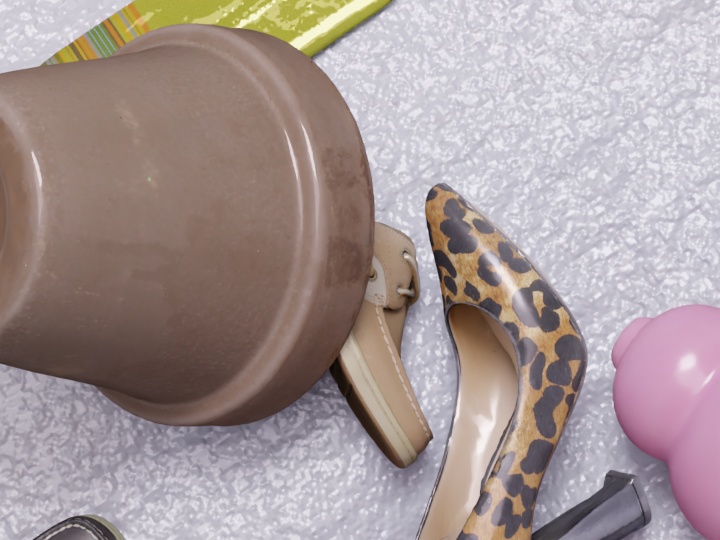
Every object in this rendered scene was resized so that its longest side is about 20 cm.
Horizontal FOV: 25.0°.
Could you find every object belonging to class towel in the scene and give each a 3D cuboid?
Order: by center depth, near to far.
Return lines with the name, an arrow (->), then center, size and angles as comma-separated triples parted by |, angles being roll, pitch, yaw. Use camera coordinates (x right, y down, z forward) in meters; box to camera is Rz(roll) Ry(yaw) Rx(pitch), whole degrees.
towel -> -0.083, -0.128, 0.905 | 0.199, 0.018, 0.086 | -35, 79, -4

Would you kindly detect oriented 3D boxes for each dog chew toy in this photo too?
dog chew toy -> 0.202, 0.090, 0.758 | 0.199, 0.125, 0.125 | 37, 82, 23

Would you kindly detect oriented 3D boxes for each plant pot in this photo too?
plant pot -> -0.119, -0.021, 0.757 | 0.199, 0.174, 0.203 | 0, 90, 37

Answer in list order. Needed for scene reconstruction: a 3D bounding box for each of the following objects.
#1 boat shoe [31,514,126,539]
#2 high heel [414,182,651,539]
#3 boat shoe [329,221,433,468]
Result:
boat shoe -> -0.193, 0.202, 0.800 | 0.072, 0.066, 0.201 | 42, 83, 16
high heel -> 0.042, 0.071, 0.772 | 0.142, 0.071, 0.201 | -28, 93, -21
boat shoe -> 0.000, 0.000, 0.828 | 0.064, 0.071, 0.202 | -21, 78, -7
